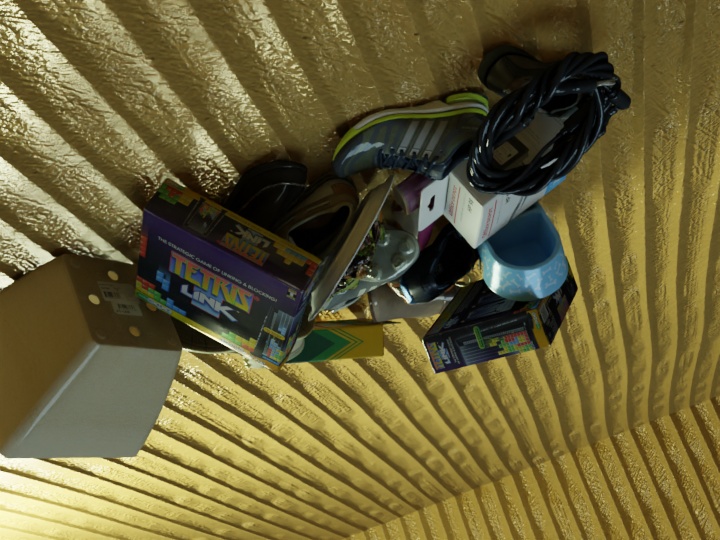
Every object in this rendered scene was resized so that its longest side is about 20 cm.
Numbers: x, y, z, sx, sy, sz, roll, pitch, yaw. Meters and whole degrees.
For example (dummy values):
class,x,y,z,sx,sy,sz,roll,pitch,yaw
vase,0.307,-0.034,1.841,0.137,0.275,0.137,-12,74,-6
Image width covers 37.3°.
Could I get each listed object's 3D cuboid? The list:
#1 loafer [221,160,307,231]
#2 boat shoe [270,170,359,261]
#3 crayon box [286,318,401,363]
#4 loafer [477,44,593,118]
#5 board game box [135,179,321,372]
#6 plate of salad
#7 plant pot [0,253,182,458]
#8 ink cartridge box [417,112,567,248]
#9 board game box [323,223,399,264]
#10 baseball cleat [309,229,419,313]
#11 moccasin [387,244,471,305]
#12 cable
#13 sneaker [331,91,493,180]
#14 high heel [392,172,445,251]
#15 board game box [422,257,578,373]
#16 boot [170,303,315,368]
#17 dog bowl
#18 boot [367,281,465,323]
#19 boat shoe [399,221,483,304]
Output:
class,x,y,z,sx,sy,sz,roll,pitch,yaw
loafer,-0.124,-0.057,1.262,0.072,0.072,0.200,4,147,-42
boat shoe,-0.079,-0.033,1.291,0.074,0.069,0.200,32,111,-24
crayon box,-0.051,0.105,1.609,0.197,0.052,0.125,-3,-178,-27
loafer,0.216,-0.201,1.209,0.198,0.063,0.072,4,129,-40
board game box,-0.155,0.010,1.215,0.198,0.057,0.166,27,142,6
plate of salad,-0.004,-0.023,1.270,0.048,0.201,0.200,31,141,-6
plant pot,-0.333,0.094,1.298,0.198,0.201,0.177,10,133,-48
ink cartridge box,0.167,-0.106,1.303,0.199,0.067,0.116,-37,160,-14
board game box,-0.030,-0.028,1.441,0.126,0.035,0.199,-32,153,26
baseball cleat,0.000,0.000,1.417,0.198,0.071,0.106,-22,169,22
moccasin,0.109,0.003,1.514,0.073,0.078,0.201,-34,175,27
cable,0.199,-0.153,1.165,0.199,0.051,0.163,-35,151,13
sneaker,0.063,-0.140,1.215,0.197,0.082,0.074,-18,156,-3
high heel,0.092,-0.090,1.386,0.095,0.068,0.200,-33,156,-7
board game box,0.190,0.058,1.424,0.164,0.057,0.200,-18,-168,28
boot,-0.164,0.087,1.409,0.197,0.073,0.155,-3,164,-9
dog bowl,0.192,-0.051,1.371,0.110,0.201,0.050,-18,140,-7
boot,0.086,0.038,1.592,0.144,0.071,0.200,-4,178,5
boat shoe,0.133,-0.015,1.440,0.068,0.085,0.200,-21,-158,46
